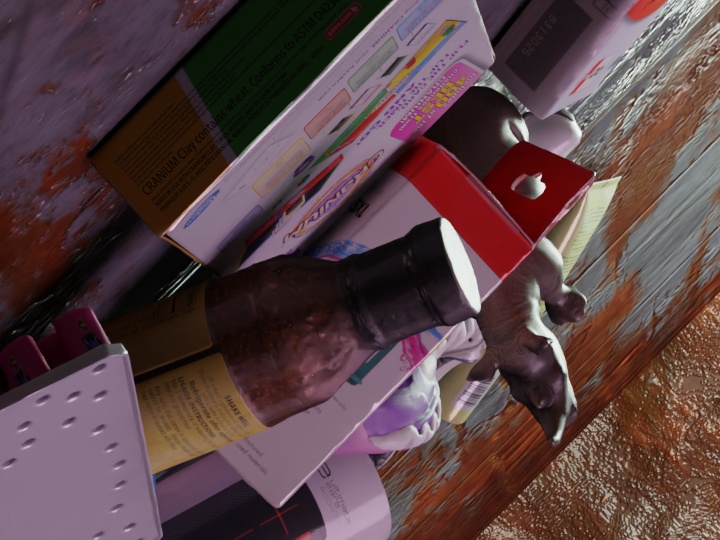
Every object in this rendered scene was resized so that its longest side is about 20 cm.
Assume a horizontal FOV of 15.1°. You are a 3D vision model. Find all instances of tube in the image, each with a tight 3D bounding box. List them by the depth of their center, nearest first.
[{"bbox_3d":[0.108,0.014,1.850,0.200,0.052,0.058,-52,-151,18],"label":"tube"}]

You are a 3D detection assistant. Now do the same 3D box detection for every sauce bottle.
[{"bbox_3d":[-0.050,0.035,1.064,0.199,0.066,0.066,-20,175,13],"label":"sauce bottle"}]

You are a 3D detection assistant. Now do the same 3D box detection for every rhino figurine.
[{"bbox_3d":[0.069,-0.002,1.295,0.060,0.201,0.087,-21,146,15],"label":"rhino figurine"}]

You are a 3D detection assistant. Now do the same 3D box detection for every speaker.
[{"bbox_3d":[-0.085,0.140,1.306,0.199,0.081,0.081,-27,163,-22],"label":"speaker"}]

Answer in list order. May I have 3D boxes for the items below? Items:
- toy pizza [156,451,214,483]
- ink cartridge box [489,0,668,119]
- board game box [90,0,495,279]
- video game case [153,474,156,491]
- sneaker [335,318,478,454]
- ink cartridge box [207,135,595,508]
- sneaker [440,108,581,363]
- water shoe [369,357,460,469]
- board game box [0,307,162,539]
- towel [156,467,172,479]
[{"bbox_3d":[-0.072,0.177,1.407,0.200,0.032,0.201,-25,132,-32],"label":"toy pizza"},{"bbox_3d":[0.161,-0.162,1.372,0.162,0.050,0.200,-51,165,30],"label":"ink cartridge box"},{"bbox_3d":[-0.020,-0.064,1.066,0.153,0.040,0.200,-45,169,-1],"label":"board game box"},{"bbox_3d":[-0.120,0.143,1.157,0.144,0.018,0.201,91,10,-50],"label":"video game case"},{"bbox_3d":[0.008,0.019,1.317,0.200,0.080,0.089,-62,154,-61],"label":"sneaker"},{"bbox_3d":[0.000,0.000,1.200,0.200,0.067,0.116,-45,-162,-3],"label":"ink cartridge box"},{"bbox_3d":[0.052,-0.003,1.449,0.200,0.087,0.074,-48,168,9],"label":"sneaker"},{"bbox_3d":[0.030,0.030,1.602,0.200,0.071,0.079,-50,-164,16],"label":"water shoe"},{"bbox_3d":[-0.169,0.100,0.965,0.199,0.026,0.200,-26,158,-11],"label":"board game box"},{"bbox_3d":[-0.113,0.097,1.351,0.146,0.030,0.200,-33,164,-48],"label":"towel"}]
